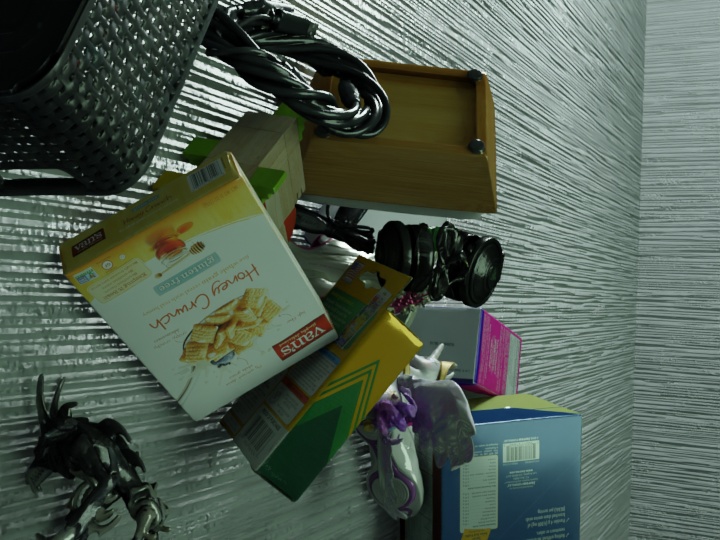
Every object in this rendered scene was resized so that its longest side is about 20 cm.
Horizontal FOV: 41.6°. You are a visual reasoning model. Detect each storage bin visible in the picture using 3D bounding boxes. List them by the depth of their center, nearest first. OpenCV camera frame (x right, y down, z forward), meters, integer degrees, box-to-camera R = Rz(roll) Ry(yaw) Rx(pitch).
[{"bbox_3d":[-0.179,-0.155,0.582,0.094,0.133,0.202,52,46,-52],"label":"storage bin"}]

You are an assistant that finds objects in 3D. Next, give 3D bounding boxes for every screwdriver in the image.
[{"bbox_3d":[0.020,-0.105,1.043,0.201,0.028,0.029,-54,132,-45],"label":"screwdriver"}]

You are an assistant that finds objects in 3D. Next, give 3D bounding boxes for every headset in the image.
[{"bbox_3d":[0.073,-0.019,0.865,0.200,0.122,0.095,-69,167,-73],"label":"headset"}]

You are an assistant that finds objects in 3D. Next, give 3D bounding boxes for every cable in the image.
[{"bbox_3d":[-0.058,-0.171,0.820,0.163,0.051,0.199,48,26,14],"label":"cable"}]

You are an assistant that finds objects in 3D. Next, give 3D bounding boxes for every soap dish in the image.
[{"bbox_3d":[0.037,-0.134,0.924,0.082,0.197,0.159,95,1,-49],"label":"soap dish"}]

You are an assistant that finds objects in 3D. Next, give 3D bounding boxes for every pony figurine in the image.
[{"bbox_3d":[0.028,0.134,0.984,0.198,0.166,0.195,23,46,-26],"label":"pony figurine"}]

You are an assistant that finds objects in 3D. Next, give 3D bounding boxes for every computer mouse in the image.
[{"bbox_3d":[-0.019,-0.094,0.974,0.201,0.108,0.044,-71,170,-46],"label":"computer mouse"}]

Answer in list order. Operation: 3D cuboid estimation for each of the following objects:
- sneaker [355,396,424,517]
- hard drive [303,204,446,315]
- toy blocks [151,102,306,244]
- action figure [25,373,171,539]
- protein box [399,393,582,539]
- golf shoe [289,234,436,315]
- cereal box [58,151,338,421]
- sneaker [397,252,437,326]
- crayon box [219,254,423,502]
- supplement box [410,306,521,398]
[{"bbox_3d":[0.046,0.204,1.132,0.100,0.074,0.202,-49,134,-50],"label":"sneaker"},{"bbox_3d":[0.028,-0.061,1.060,0.132,0.025,0.201,41,46,-13],"label":"hard drive"},{"bbox_3d":[-0.100,-0.037,0.822,0.201,0.099,0.138,-61,154,-43],"label":"toy blocks"},{"bbox_3d":[-0.174,0.169,0.635,0.102,0.200,0.119,-41,168,-9],"label":"action figure"},{"bbox_3d":[0.162,0.275,1.201,0.196,0.135,0.203,-2,95,-20],"label":"protein box"},{"bbox_3d":[0.000,0.000,0.947,0.198,0.075,0.093,-4,62,-32],"label":"golf shoe"},{"bbox_3d":[-0.115,0.020,0.730,0.040,0.143,0.201,60,0,45],"label":"cereal box"},{"bbox_3d":[0.040,-0.032,1.107,0.106,0.074,0.203,44,54,-56],"label":"sneaker"},{"bbox_3d":[-0.027,0.087,0.823,0.052,0.126,0.201,42,83,-22],"label":"crayon box"},{"bbox_3d":[0.146,0.120,1.302,0.200,0.100,0.105,35,60,-60],"label":"supplement box"}]
